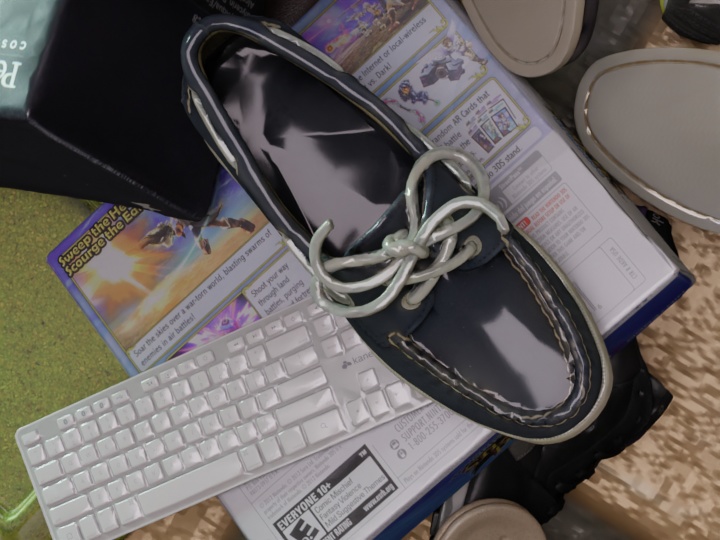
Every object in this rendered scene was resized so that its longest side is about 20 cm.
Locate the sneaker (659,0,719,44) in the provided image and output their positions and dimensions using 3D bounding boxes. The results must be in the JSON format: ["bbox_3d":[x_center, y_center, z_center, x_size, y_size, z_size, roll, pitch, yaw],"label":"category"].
[{"bbox_3d":[0.186,-0.183,0.811,0.078,0.090,0.200,22,115,-30],"label":"sneaker"}]

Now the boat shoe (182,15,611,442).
[{"bbox_3d":[0.011,-0.018,0.715,0.075,0.062,0.200,-40,80,2],"label":"boat shoe"}]

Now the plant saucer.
[{"bbox_3d":[-0.152,0.020,0.890,0.200,0.048,0.200,44,98,10],"label":"plant saucer"}]

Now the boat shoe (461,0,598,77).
[{"bbox_3d":[0.070,-0.174,0.766,0.073,0.063,0.201,-15,82,47],"label":"boat shoe"}]

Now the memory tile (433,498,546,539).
[{"bbox_3d":[0.054,0.202,0.819,0.153,0.017,0.200,29,95,-22],"label":"memory tile"}]

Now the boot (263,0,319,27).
[{"bbox_3d":[0.013,-0.132,0.851,0.186,0.064,0.200,35,99,12],"label":"boot"}]

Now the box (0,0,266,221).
[{"bbox_3d":[-0.143,-0.140,0.807,0.196,0.117,0.201,8,77,33],"label":"box"}]

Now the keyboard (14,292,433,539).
[{"bbox_3d":[-0.043,0.051,0.774,0.199,0.011,0.056,-24,76,16],"label":"keyboard"}]

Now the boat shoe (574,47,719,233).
[{"bbox_3d":[0.187,-0.051,0.806,0.199,0.062,0.075,11,108,21],"label":"boat shoe"}]

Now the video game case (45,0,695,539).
[{"bbox_3d":[0.000,0.000,0.795,0.200,0.045,0.181,-42,73,10],"label":"video game case"}]

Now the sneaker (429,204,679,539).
[{"bbox_3d":[0.083,0.066,0.826,0.087,0.076,0.201,12,93,6],"label":"sneaker"}]
